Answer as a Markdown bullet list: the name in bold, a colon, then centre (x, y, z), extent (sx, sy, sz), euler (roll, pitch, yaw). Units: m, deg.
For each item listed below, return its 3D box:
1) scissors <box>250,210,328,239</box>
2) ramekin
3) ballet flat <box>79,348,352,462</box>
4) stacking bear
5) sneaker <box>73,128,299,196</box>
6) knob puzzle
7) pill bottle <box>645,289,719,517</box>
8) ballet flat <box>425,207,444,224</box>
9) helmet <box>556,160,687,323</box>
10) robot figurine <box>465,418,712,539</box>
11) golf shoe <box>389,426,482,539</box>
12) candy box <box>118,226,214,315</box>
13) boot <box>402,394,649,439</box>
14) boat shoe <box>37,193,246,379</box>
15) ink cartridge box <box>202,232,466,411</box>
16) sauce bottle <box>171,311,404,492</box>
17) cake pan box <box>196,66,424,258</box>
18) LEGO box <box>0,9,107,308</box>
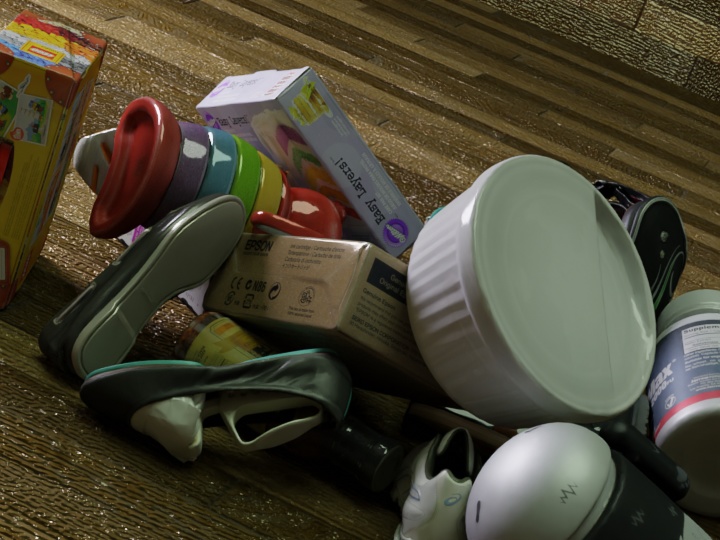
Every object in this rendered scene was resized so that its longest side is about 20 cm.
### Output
- **scissors**: centre (0.000, 0.000, 1.479), extent (0.199, 0.014, 0.073), euler (25, -16, -9)
- **ramekin**: centre (0.120, 0.024, 1.353), extent (0.202, 0.094, 0.204), euler (22, 57, -37)
- **ballet flat**: centre (-0.104, 0.097, 1.329), extent (0.198, 0.068, 0.069), euler (-6, 56, -2)
- **stacking bear**: centre (-0.106, -0.055, 1.538), extent (0.199, 0.122, 0.114), euler (22, -13, -26)
- **sneaker**: centre (-0.156, -0.079, 1.616), extent (0.199, 0.079, 0.077), euler (14, 8, -19)
- **knob puzzle**: centre (0.128, 0.139, 1.412), extent (0.219, 0.031, 0.220), euler (27, -7, 3)
- **pill bottle**: centre (0.309, 0.109, 1.613), extent (0.119, 0.120, 0.200), euler (18, 32, -7)
- **ballet flat**: centre (0.099, 0.016, 1.592), extent (0.075, 0.064, 0.200), euler (-8, 31, -13)
- **helmet**: centre (0.194, 0.006, 1.722), extent (0.199, 0.201, 0.191), euler (32, 59, 31)
- **robot figurine**: centre (0.160, 0.193, 1.237), extent (0.200, 0.125, 0.151), euler (42, 25, -14)
- **golf shoe**: centre (0.068, 0.153, 1.340), extent (0.078, 0.098, 0.200), euler (17, 17, -3)
- **candy box**: centre (-0.132, -0.027, 1.680), extent (0.136, 0.061, 0.200), euler (2, 25, -41)
- **boot**: centre (0.142, 0.121, 1.570), extent (0.199, 0.066, 0.165), euler (17, 17, 3)
- **boat shoe**: centre (-0.171, 0.003, 1.427), extent (0.057, 0.067, 0.200), euler (21, 55, 35)
- **ink cartridge box**: centre (-0.003, 0.039, 1.444), extent (0.164, 0.076, 0.199), euler (29, -13, -34)
- **sauce bottle**: centre (-0.054, 0.102, 1.405), extent (0.199, 0.066, 0.066), euler (30, 21, 24)
- **cake pan box**: centre (-0.049, -0.094, 1.655), extent (0.185, 0.052, 0.200), euler (56, -20, -19)
- **LEGO box**: centre (-0.280, -0.093, 1.494), extent (0.077, 0.201, 0.149), euler (19, 18, -4)
